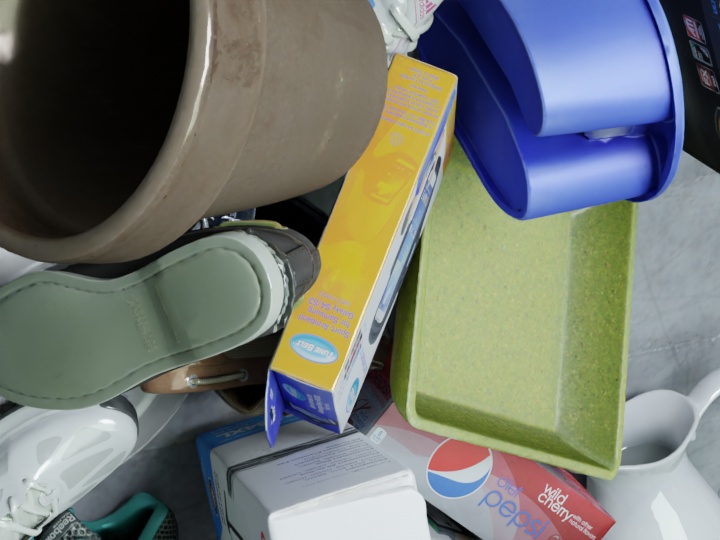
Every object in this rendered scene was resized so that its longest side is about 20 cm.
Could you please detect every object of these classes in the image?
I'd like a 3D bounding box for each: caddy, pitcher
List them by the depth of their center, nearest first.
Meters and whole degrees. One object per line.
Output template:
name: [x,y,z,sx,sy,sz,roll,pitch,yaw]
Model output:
caddy: [0.107,-0.122,0.975,0.104,0.201,0.142,-16,144,-15]
pitcher: [0.233,0.176,1.306,0.170,0.121,0.201,-24,121,-11]

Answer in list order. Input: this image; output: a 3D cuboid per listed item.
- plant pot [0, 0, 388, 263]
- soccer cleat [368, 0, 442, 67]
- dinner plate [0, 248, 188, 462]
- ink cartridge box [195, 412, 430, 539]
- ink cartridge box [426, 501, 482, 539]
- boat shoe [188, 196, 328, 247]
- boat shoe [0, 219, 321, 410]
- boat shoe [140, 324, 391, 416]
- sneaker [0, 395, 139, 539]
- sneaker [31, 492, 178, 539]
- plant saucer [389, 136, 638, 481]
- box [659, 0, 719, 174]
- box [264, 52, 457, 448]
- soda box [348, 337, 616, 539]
plant pot: [-0.081,-0.101,0.854,0.174,0.200,0.202,2,116,-47]
soccer cleat: [-0.001,-0.127,0.952,0.070,0.086,0.202,-33,139,-55]
dinner plate: [-0.164,0.046,0.996,0.199,0.024,0.202,-19,128,-26]
ink cartridge box: [-0.022,0.167,0.992,0.084,0.200,0.147,-13,99,-13]
ink cartridge box: [0.017,0.224,1.200,0.199,0.084,0.147,23,101,-44]
boat shoe: [-0.085,-0.030,0.963,0.199,0.067,0.072,22,87,-46]
boat shoe: [-0.110,0.022,0.901,0.060,0.200,0.072,-24,99,-57]
boat shoe: [-0.058,0.047,1.018,0.199,0.075,0.073,10,83,-48]
sneaker: [-0.192,0.153,0.954,0.200,0.116,0.076,-33,135,0]
sneaker: [-0.185,0.179,1.035,0.199,0.077,0.092,-13,120,-42]
plant saucer: [0.088,0.015,1.098,0.199,0.048,0.202,19,71,-43]
box: [0.185,-0.142,1.015,0.050,0.198,0.201,-38,134,-12]
box: [0.000,0.000,0.948,0.119,0.041,0.202,83,26,-75]
soda box: [0.071,0.124,1.155,0.200,0.070,0.064,37,95,-31]
